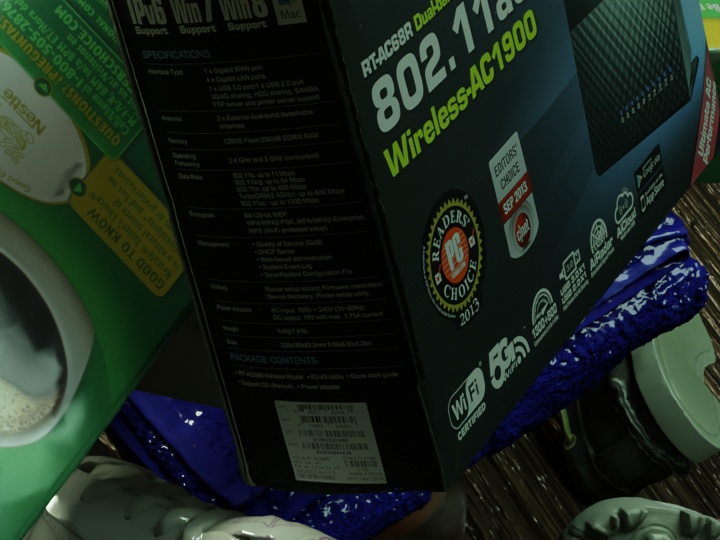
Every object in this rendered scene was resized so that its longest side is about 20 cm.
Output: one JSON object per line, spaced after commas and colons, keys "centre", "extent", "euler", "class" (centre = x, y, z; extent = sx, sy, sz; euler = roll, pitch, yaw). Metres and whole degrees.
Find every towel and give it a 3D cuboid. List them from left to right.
{"centre": [0.000, 0.000, 0.857], "extent": [0.199, 0.050, 0.148], "euler": [-31, 68, -28], "class": "towel"}

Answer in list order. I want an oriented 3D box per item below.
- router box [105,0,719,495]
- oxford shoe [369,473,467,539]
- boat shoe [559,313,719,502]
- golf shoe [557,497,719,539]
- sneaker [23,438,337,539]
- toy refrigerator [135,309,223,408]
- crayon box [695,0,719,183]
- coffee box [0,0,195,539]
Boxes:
{"centre": [0.022, -0.058, 0.688], "extent": [0.200, 0.062, 0.151], "euler": [-47, 128, -50], "class": "router box"}
{"centre": [-0.028, 0.022, 0.933], "extent": [0.201, 0.071, 0.073], "euler": [58, 4, 31], "class": "oxford shoe"}
{"centre": [0.116, 0.039, 1.182], "extent": [0.072, 0.060, 0.201], "euler": [51, 16, -12], "class": "boat shoe"}
{"centre": [0.121, 0.128, 1.000], "extent": [0.200, 0.079, 0.097], "euler": [34, 1, -40], "class": "golf shoe"}
{"centre": [-0.043, 0.081, 0.676], "extent": [0.075, 0.100, 0.200], "euler": [4, 40, -53], "class": "sneaker"}
{"centre": [-0.073, -0.014, 0.737], "extent": [0.199, 0.070, 0.077], "euler": [13, 69, -30], "class": "toy refrigerator"}
{"centre": [0.077, -0.088, 0.885], "extent": [0.199, 0.058, 0.119], "euler": [-1, 45, -32], "class": "crayon box"}
{"centre": [-0.109, 0.000, 0.629], "extent": [0.123, 0.044, 0.200], "euler": [45, 51, -14], "class": "coffee box"}
